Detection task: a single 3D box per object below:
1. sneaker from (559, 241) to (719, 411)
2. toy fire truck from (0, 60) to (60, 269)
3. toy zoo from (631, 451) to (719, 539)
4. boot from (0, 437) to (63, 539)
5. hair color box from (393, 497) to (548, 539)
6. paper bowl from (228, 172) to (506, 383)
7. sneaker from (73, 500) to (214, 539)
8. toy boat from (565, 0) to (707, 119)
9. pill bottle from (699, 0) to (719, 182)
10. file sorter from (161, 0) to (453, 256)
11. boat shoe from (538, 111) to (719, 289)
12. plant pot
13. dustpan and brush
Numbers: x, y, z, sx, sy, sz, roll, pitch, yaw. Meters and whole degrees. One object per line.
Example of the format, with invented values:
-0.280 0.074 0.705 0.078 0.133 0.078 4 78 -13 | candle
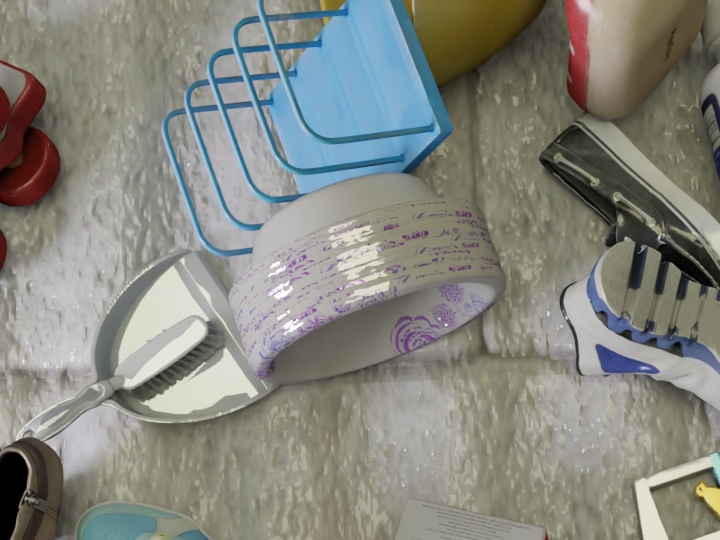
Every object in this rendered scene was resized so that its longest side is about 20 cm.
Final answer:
0.229 0.051 1.408 0.199 0.115 0.081 31 65 -19 | sneaker
-0.347 -0.087 1.478 0.167 0.112 0.201 23 75 29 | toy fire truck
0.290 0.198 1.391 0.199 0.020 0.132 -19 74 -2 | toy zoo
-0.260 0.222 1.355 0.070 0.146 0.202 6 75 4 | boot
0.059 0.273 1.327 0.110 0.064 0.201 10 57 19 | hair color box
0.000 0.000 1.373 0.199 0.201 0.105 -19 73 -2 | paper bowl
-0.129 0.220 1.355 0.199 0.131 0.080 25 78 11 | sneaker
0.182 -0.211 1.388 0.131 0.200 0.131 39 79 15 | toy boat
0.326 -0.113 1.427 0.119 0.120 0.202 -11 74 0 | pill bottle
-0.048 -0.112 1.392 0.122 0.200 0.140 -10 71 -33 | file sorter
0.219 -0.036 1.437 0.068 0.072 0.200 -39 73 -10 | boat shoe
0.064 -0.236 1.458 0.141 0.200 0.201 -10 72 -20 | plant pot
-0.176 0.082 1.434 0.199 0.057 0.140 -34 75 -6 | dustpan and brush
